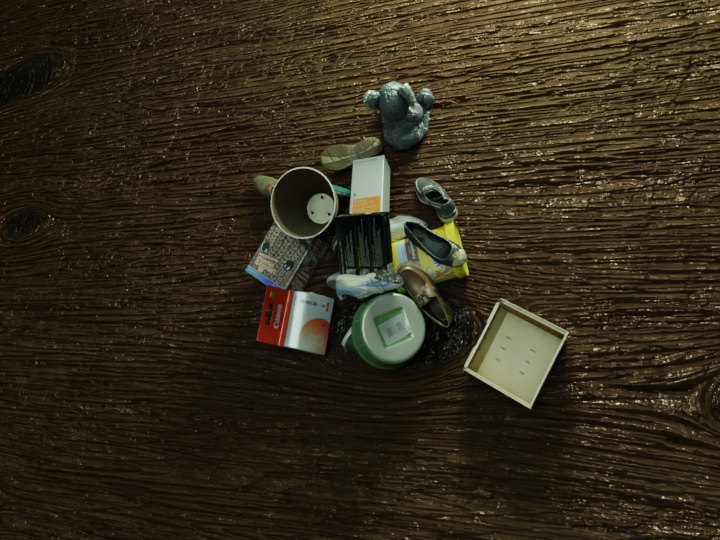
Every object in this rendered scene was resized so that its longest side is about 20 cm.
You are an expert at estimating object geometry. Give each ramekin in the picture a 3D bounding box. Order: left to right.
[{"bbox_3d":[0.078,0.155,1.604,0.194,0.098,0.206,2,79,-9],"label":"ramekin"}]

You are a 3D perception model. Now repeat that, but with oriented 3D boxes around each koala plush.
[{"bbox_3d":[0.109,-0.468,1.760,0.173,0.200,0.189,2,75,20],"label":"koala plush"}]

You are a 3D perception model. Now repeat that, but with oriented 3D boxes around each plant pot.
[{"bbox_3d":[-0.136,-0.184,1.724,0.182,0.200,0.193,0,92,11],"label":"plant pot"}]

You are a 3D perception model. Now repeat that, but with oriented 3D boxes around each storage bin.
[{"bbox_3d":[0.383,0.205,1.520,0.196,0.094,0.203,27,86,25],"label":"storage bin"}]

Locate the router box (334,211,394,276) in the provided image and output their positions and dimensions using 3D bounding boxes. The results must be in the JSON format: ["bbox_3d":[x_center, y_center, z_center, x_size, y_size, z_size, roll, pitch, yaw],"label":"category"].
[{"bbox_3d":[0.012,-0.051,1.642,0.145,0.051,0.206,0,101,25],"label":"router box"}]

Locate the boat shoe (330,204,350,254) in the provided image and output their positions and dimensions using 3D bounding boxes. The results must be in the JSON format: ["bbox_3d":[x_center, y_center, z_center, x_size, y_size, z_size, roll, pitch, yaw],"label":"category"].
[{"bbox_3d":[-0.030,-0.142,1.795,0.065,0.072,0.203,30,82,31],"label":"boat shoe"}]

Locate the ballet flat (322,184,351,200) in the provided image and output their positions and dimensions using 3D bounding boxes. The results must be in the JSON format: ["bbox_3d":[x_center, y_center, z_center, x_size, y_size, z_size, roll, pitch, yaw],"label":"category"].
[{"bbox_3d":[-0.114,-0.243,1.861,0.197,0.073,0.074,27,85,19],"label":"ballet flat"}]

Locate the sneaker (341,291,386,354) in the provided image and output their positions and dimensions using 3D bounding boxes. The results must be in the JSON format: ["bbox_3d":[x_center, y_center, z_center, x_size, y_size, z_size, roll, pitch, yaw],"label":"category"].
[{"bbox_3d":[0.040,0.150,1.685,0.098,0.071,0.203,33,92,22],"label":"sneaker"}]

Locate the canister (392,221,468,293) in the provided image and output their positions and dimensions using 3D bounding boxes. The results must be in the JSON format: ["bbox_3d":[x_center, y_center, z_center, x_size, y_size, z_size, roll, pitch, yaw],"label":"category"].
[{"bbox_3d":[0.182,-0.031,1.670,0.195,0.086,0.152,-17,70,17],"label":"canister"}]

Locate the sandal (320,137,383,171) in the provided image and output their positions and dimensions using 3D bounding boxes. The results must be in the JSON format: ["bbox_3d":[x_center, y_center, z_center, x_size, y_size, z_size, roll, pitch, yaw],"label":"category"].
[{"bbox_3d":[-0.025,-0.348,1.863,0.195,0.054,0.082,-17,75,0],"label":"sandal"}]

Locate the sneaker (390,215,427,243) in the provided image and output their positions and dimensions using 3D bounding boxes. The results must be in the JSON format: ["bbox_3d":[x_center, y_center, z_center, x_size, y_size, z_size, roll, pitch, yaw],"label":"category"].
[{"bbox_3d":[0.100,-0.109,1.740,0.195,0.074,0.090,-2,82,29],"label":"sneaker"}]

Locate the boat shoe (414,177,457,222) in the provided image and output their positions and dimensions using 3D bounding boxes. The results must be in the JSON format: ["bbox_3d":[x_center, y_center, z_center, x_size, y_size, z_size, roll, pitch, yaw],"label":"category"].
[{"bbox_3d":[0.206,-0.214,1.699,0.072,0.063,0.201,-32,45,-1],"label":"boat shoe"}]

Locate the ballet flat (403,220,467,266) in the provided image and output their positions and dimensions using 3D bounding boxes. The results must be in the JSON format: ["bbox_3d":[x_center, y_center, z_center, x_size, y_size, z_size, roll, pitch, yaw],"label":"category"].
[{"bbox_3d":[0.191,-0.068,1.597,0.198,0.057,0.067,32,90,27],"label":"ballet flat"}]

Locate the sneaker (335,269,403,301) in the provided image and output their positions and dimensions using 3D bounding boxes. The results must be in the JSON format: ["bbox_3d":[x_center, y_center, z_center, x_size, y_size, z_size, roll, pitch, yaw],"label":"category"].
[{"bbox_3d":[0.025,0.042,1.588,0.195,0.072,0.074,-4,105,29],"label":"sneaker"}]

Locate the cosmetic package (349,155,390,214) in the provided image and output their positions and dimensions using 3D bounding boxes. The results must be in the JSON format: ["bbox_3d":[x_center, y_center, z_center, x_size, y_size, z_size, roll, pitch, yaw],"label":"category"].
[{"bbox_3d":[0.028,-0.217,1.729,0.099,0.072,0.205,-7,61,18],"label":"cosmetic package"}]

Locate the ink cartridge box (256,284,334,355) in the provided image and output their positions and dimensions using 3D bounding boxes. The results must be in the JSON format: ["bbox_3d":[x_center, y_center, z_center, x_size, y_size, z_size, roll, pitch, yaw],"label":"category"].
[{"bbox_3d":[-0.179,0.137,1.715,0.050,0.196,0.167,-15,62,62],"label":"ink cartridge box"}]

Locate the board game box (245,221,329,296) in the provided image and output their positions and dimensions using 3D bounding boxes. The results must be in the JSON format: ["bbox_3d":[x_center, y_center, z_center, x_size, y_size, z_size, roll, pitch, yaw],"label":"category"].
[{"bbox_3d":[-0.217,-0.037,1.818,0.157,0.097,0.203,29,86,25],"label":"board game box"}]

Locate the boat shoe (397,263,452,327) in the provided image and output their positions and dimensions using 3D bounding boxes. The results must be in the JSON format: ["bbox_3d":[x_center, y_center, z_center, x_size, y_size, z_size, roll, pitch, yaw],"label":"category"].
[{"bbox_3d":[0.173,0.065,1.597,0.200,0.068,0.072,44,105,-10],"label":"boat shoe"}]

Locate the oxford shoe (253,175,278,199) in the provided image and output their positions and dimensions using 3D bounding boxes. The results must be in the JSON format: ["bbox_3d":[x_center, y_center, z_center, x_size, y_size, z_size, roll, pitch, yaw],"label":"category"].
[{"bbox_3d":[-0.269,-0.255,1.913,0.197,0.075,0.072,29,87,26],"label":"oxford shoe"}]

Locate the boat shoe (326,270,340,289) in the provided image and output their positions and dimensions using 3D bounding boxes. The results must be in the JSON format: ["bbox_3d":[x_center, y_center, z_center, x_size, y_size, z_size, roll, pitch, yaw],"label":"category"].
[{"bbox_3d":[0.000,0.000,1.748,0.195,0.075,0.095,-4,56,20],"label":"boat shoe"}]
